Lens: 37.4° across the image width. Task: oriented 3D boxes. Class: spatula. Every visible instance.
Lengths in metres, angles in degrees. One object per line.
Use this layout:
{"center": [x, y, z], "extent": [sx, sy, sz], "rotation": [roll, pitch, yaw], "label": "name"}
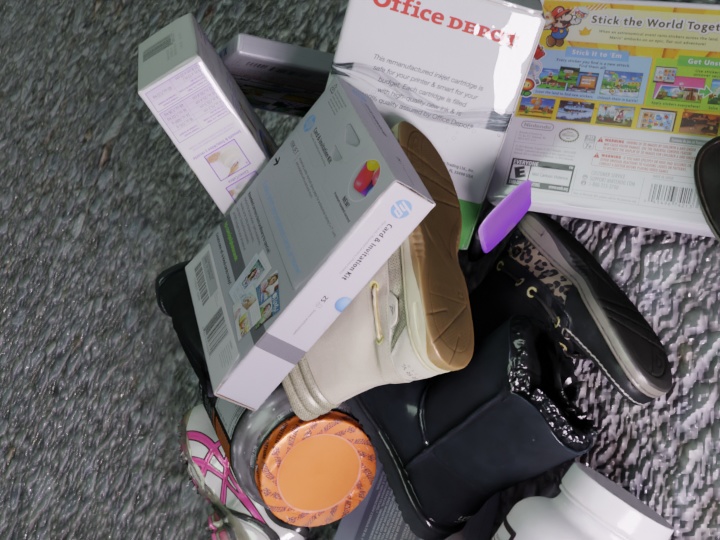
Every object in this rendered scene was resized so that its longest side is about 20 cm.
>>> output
{"center": [0.105, -0.031, 0.852], "extent": [0.057, 0.021, 0.200], "rotation": [-46, -4, -7], "label": "spatula"}

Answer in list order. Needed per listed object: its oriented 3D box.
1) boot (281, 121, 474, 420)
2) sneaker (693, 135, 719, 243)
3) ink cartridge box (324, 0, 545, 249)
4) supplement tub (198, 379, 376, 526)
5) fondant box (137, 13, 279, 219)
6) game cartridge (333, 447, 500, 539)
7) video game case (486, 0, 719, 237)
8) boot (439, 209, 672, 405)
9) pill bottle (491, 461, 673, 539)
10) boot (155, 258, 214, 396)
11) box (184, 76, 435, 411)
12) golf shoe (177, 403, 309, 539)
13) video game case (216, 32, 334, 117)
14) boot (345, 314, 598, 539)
{"center": [0.000, 0.000, 0.788], "extent": [0.155, 0.072, 0.200], "rotation": [-26, 56, 35], "label": "boot"}
{"center": [0.276, -0.033, 0.693], "extent": [0.075, 0.106, 0.200], "rotation": [-30, 55, 11], "label": "sneaker"}
{"center": [0.046, -0.136, 0.842], "extent": [0.083, 0.147, 0.200], "rotation": [-77, 4, -63], "label": "ink cartridge box"}
{"center": [-0.063, 0.127, 0.917], "extent": [0.123, 0.123, 0.200], "rotation": [-56, 27, 5], "label": "supplement tub"}
{"center": [-0.107, -0.102, 0.889], "extent": [0.058, 0.200, 0.144], "rotation": [-31, 28, 5], "label": "fondant box"}
{"center": [0.041, 0.211, 0.861], "extent": [0.133, 0.040, 0.200], "rotation": [11, 76, 51], "label": "game cartridge"}
{"center": [0.214, -0.124, 0.827], "extent": [0.200, 0.023, 0.182], "rotation": [10, 78, 25], "label": "video game case"}
{"center": [0.137, 0.064, 0.825], "extent": [0.154, 0.073, 0.204], "rotation": [-48, 40, 19], "label": "boot"}
{"center": [0.121, 0.232, 0.709], "extent": [0.200, 0.112, 0.112], "rotation": [-57, 41, 3], "label": "pill bottle"}
{"center": [-0.084, 0.025, 0.919], "extent": [0.165, 0.066, 0.200], "rotation": [-28, 23, -12], "label": "boot"}
{"center": [-0.046, -0.023, 0.766], "extent": [0.200, 0.041, 0.156], "rotation": [-51, 35, 19], "label": "box"}
{"center": [-0.110, 0.198, 1.003], "extent": [0.092, 0.073, 0.200], "rotation": [-32, 49, 1], "label": "golf shoe"}
{"center": [-0.051, -0.176, 1.016], "extent": [0.182, 0.200, 0.022], "rotation": [174, 102, -65], "label": "video game case"}
{"center": [0.072, 0.079, 0.786], "extent": [0.168, 0.076, 0.200], "rotation": [-45, 57, 34], "label": "boot"}
